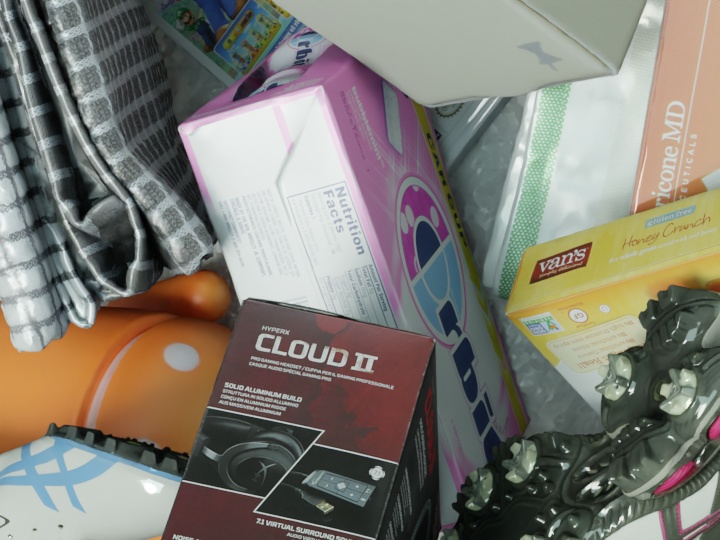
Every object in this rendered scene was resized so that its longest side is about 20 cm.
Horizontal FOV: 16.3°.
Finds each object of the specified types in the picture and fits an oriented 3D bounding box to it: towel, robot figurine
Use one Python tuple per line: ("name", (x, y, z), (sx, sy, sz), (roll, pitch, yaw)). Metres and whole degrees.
("towel", (0.162, -0.036, 1.039), (0.200, 0.031, 0.149), (15, 101, 9))
("towel", (-0.118, -0.070, 1.041), (0.085, 0.200, 0.166), (-17, 98, 2))
("robot figurine", (-0.114, 0.071, 1.094), (0.200, 0.144, 0.117), (5, 110, 34))

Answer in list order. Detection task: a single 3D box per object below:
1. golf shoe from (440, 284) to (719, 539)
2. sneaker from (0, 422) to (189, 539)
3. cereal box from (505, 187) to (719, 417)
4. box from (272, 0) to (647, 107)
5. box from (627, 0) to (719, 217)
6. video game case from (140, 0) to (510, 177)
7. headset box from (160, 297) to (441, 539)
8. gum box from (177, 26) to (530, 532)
("golf shoe", (0.100, 0.089, 0.923), (0.200, 0.088, 0.077), (-45, 35, 41))
("sneaker", (-0.130, 0.101, 0.990), (0.200, 0.072, 0.073), (-10, 69, 40))
("cereal box", (0.169, 0.049, 0.947), (0.144, 0.040, 0.200), (-19, 128, 38))
("box", (0.057, -0.178, 0.963), (0.128, 0.109, 0.200), (-5, 57, 57))
("box", (0.212, -0.054, 0.961), (0.200, 0.097, 0.125), (10, 100, 10))
("video game case", (-0.014, -0.135, 1.104), (0.200, 0.018, 0.143), (41, 107, 12))
("headset box", (-0.025, 0.119, 0.904), (0.077, 0.149, 0.200), (13, 58, 10))
("gum box", (0.000, 0.000, 1.036), (0.066, 0.114, 0.200), (-14, 104, 20))
